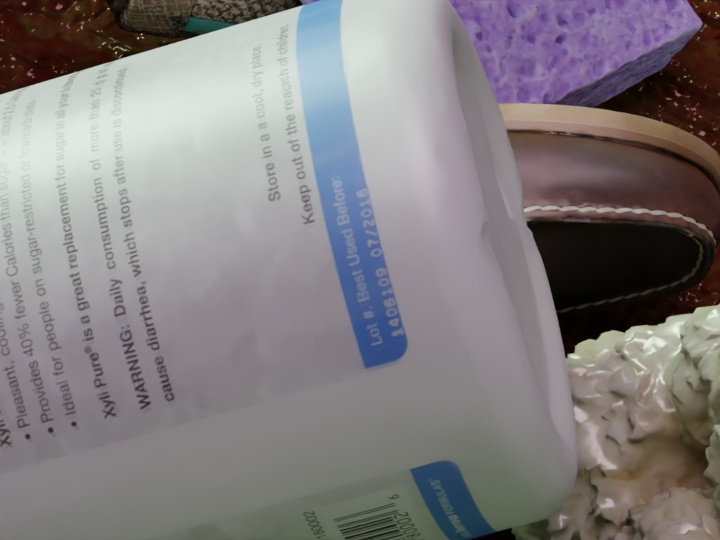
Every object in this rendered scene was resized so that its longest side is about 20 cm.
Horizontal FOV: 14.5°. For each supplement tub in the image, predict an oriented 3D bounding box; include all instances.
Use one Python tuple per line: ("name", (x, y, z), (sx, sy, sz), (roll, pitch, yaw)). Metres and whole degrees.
("supplement tub", (-0.058, 0.019, 0.669), (0.199, 0.132, 0.132), (-15, 49, 9))

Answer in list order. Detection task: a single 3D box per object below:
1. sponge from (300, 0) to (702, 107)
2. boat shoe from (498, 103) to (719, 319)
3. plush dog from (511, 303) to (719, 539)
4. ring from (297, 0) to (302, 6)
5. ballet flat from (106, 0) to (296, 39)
("sponge", (0.005, -0.128, 0.831), (0.111, 0.030, 0.200), (-29, 79, -41))
("boat shoe", (0.000, 0.000, 0.766), (0.199, 0.071, 0.071), (-3, 53, 4))
("plush dog", (0.126, 0.091, 0.656), (0.199, 0.161, 0.173), (8, 73, 3))
("ring", (-0.003, -0.153, 0.927), (0.199, 0.019, 0.201), (1, 49, -2))
("ballet flat", (-0.040, -0.148, 0.876), (0.075, 0.068, 0.201), (13, 53, -19))
